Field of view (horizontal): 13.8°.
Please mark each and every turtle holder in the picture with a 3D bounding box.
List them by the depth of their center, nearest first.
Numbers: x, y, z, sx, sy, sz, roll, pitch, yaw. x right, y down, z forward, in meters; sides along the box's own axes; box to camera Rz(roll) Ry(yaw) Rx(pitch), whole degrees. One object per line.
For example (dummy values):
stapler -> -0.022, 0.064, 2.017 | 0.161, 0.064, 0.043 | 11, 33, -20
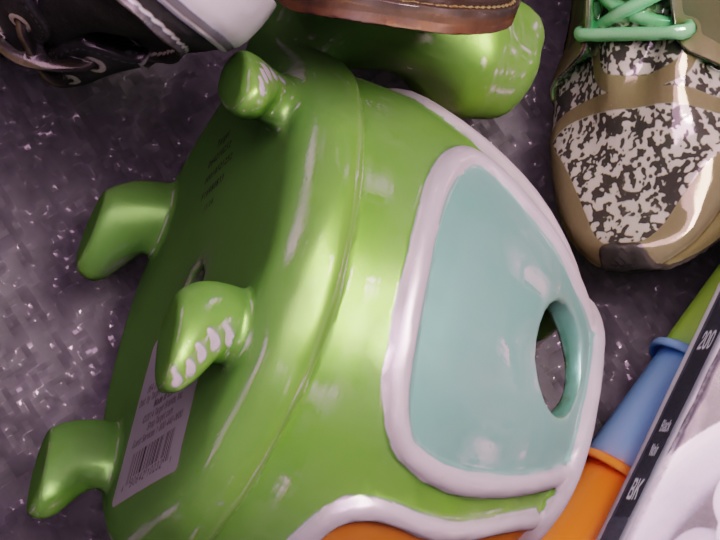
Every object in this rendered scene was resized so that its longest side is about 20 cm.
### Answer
turtle holder -> -0.005, 0.010, 0.836 | 0.131, 0.141, 0.186 | 21, 37, -18

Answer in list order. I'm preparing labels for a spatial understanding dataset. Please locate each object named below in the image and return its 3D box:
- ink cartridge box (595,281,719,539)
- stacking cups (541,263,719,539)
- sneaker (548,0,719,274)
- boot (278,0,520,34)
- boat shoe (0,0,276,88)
ink cartridge box -> 0.187, 0.044, 0.833 | 0.197, 0.043, 0.201 | 28, 82, -12
stacking cups -> 0.097, 0.053, 0.856 | 0.060, 0.061, 0.200 | 35, 77, 6
sneaker -> 0.082, -0.098, 0.871 | 0.076, 0.089, 0.201 | -3, 67, 31
boot -> 0.017, -0.127, 0.818 | 0.074, 0.200, 0.098 | 10, 109, 1
boat shoe -> -0.078, -0.078, 0.823 | 0.069, 0.200, 0.057 | 40, 86, -20
